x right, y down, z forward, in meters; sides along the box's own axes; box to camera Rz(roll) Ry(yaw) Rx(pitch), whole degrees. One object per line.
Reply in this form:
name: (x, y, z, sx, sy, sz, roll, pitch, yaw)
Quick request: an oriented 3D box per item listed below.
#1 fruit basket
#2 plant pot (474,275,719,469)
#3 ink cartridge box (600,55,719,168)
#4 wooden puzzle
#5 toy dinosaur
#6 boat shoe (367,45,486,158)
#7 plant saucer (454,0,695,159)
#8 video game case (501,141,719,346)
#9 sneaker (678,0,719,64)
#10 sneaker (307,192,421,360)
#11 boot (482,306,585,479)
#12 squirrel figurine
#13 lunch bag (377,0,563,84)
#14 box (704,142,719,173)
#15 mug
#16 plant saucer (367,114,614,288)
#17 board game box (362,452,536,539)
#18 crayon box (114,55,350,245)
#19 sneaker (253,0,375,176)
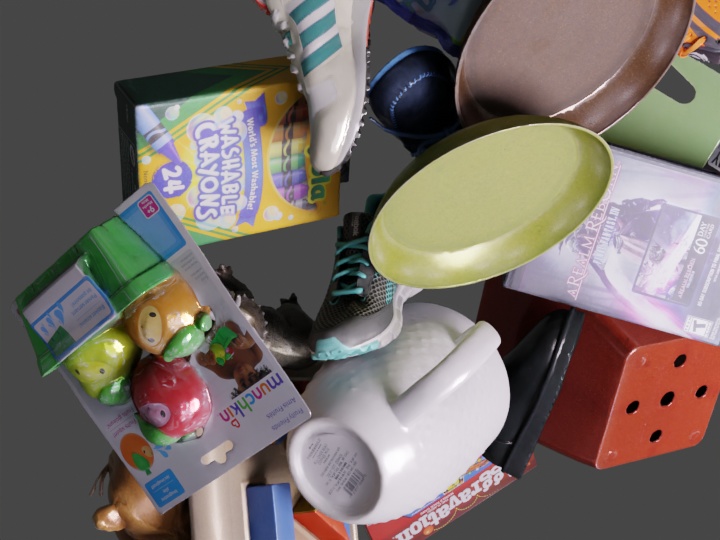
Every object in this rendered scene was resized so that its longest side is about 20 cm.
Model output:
fruit basket: (-0.154, 0.065, 0.900, 0.185, 0.201, 0.094, -34, 175, 34)
plant pot: (0.238, 0.074, 1.183, 0.198, 0.176, 0.201, -7, 123, -28)
ink cartridge box: (0.225, -0.102, 1.083, 0.201, 0.145, 0.048, -61, 168, 18)
wooden puzzle: (-0.063, 0.164, 1.037, 0.199, 0.046, 0.187, 8, 73, -55)
toy dinosaur: (-0.075, 0.051, 1.021, 0.199, 0.102, 0.077, 24, 106, -39)
boat shoe: (0.067, -0.118, 0.963, 0.084, 0.069, 0.200, -39, 163, 14)
plant saucer: (0.150, -0.168, 0.897, 0.199, 0.032, 0.201, -20, 141, -17)
video game case: (0.235, -0.027, 1.052, 0.198, 0.019, 0.144, 15, 108, -3)
sneaker: (0.243, -0.186, 1.037, 0.111, 0.078, 0.201, 31, 96, 0)
sneaker: (0.000, 0.000, 1.008, 0.077, 0.200, 0.092, -11, 112, 25)
boot: (0.098, 0.090, 1.112, 0.073, 0.161, 0.199, -53, 164, -52)
squirrel figurine: (-0.146, 0.234, 1.033, 0.141, 0.201, 0.187, -24, 139, -10)
lunch bag: (0.133, -0.238, 0.951, 0.199, 0.127, 0.171, 8, 118, -51)
box: (0.393, -0.045, 1.185, 0.049, 0.200, 0.159, 3, 119, -40)
mug: (0.037, 0.110, 0.999, 0.200, 0.148, 0.175, -44, 174, 35)
plant saucer: (0.095, -0.056, 0.945, 0.198, 0.031, 0.201, -16, 150, -9)
board game box: (0.091, 0.221, 1.296, 0.199, 0.019, 0.103, -31, 133, -11)
crayon box: (-0.083, -0.094, 0.952, 0.198, 0.052, 0.127, -14, 126, -25)
sneaker: (-0.038, -0.171, 0.888, 0.092, 0.070, 0.202, 7, 91, -7)
